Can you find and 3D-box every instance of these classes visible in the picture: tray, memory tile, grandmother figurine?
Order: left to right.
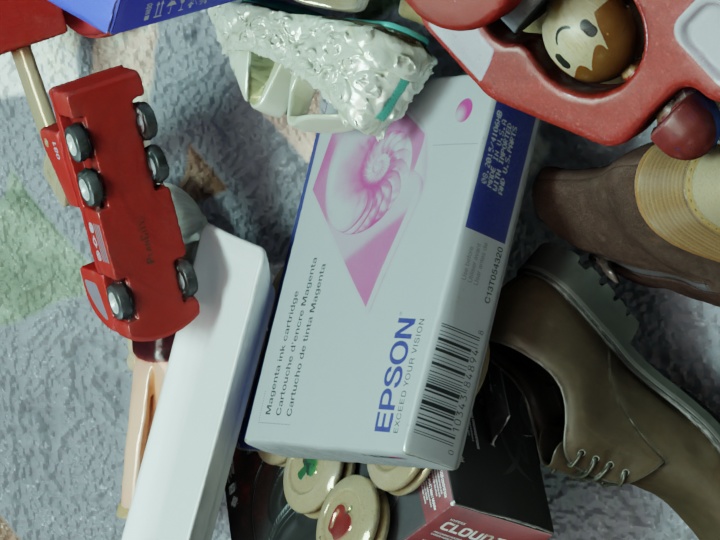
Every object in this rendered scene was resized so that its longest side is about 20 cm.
[{"bbox_3d":[-0.114,0.049,1.478,0.121,0.060,0.201,8,102,52],"label":"grandmother figurine"},{"bbox_3d":[-0.086,0.079,1.387,0.107,0.022,0.201,23,99,67],"label":"tray"},{"bbox_3d":[-0.007,0.051,1.346,0.154,0.017,0.200,-58,34,15],"label":"memory tile"}]

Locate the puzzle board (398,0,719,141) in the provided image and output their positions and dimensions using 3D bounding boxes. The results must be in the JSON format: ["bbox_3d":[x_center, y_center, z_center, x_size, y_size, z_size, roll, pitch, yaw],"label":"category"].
[{"bbox_3d":[0.117,-0.160,1.202,0.199,0.017,0.152,24,116,26],"label":"puzzle board"}]

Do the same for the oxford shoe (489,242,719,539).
[{"bbox_3d":[0.132,0.088,1.302,0.200,0.084,0.073,46,158,-3],"label":"oxford shoe"}]

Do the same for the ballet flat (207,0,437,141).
[{"bbox_3d":[-0.033,-0.108,1.329,0.200,0.071,0.072,24,121,60],"label":"ballet flat"}]

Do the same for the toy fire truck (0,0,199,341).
[{"bbox_3d":[-0.156,-0.066,1.417,0.141,0.049,0.201,19,126,62],"label":"toy fire truck"}]

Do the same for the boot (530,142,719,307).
[{"bbox_3d":[0.198,-0.003,1.253,0.200,0.073,0.166,34,165,-22],"label":"boot"}]

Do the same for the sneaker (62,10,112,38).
[{"bbox_3d":[-0.153,-0.213,1.398,0.078,0.115,0.201,31,120,23],"label":"sneaker"}]

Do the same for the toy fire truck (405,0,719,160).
[{"bbox_3d":[0.121,-0.138,1.130,0.168,0.112,0.200,48,125,7],"label":"toy fire truck"}]

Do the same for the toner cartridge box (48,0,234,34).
[{"bbox_3d":[-0.099,-0.177,1.320,0.095,0.200,0.043,31,119,22],"label":"toner cartridge box"}]

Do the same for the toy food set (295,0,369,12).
[{"bbox_3d":[0.000,-0.213,1.197,0.060,0.200,0.144,17,83,-1],"label":"toy food set"}]

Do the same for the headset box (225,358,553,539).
[{"bbox_3d":[0.016,0.108,1.368,0.200,0.075,0.149,-40,45,36],"label":"headset box"}]

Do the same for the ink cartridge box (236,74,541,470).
[{"bbox_3d":[0.000,0.000,1.314,0.199,0.043,0.198,-1,72,53],"label":"ink cartridge box"}]
